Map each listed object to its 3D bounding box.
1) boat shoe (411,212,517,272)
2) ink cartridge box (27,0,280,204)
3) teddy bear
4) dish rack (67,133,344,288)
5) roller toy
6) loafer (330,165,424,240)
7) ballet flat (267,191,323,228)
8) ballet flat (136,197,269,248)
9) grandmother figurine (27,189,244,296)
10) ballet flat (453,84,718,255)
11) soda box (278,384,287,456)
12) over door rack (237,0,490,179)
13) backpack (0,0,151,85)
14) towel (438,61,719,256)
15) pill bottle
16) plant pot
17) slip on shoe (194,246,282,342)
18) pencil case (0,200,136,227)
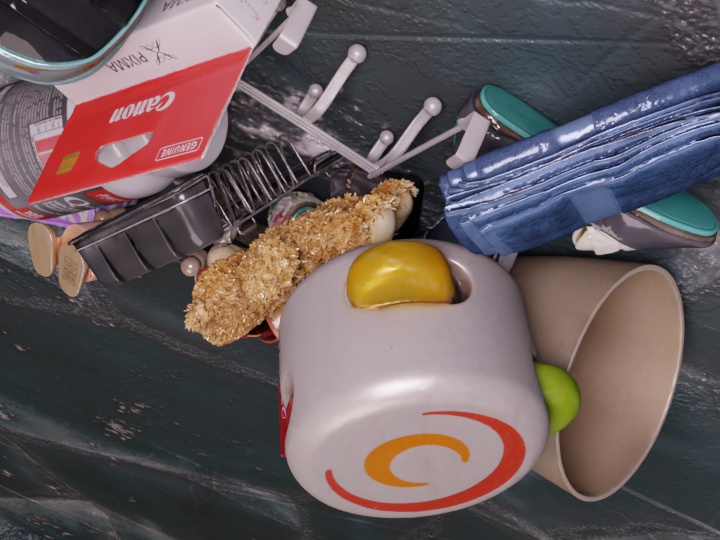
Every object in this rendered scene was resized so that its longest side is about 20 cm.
[{"bbox_3d":[0.044,0.006,0.945,0.090,0.071,0.201,13,120,-37],"label":"boat shoe"},{"bbox_3d":[-0.141,-0.139,0.805,0.199,0.178,0.045,-8,140,44],"label":"ink cartridge box"},{"bbox_3d":[-0.047,-0.016,0.915,0.199,0.145,0.067,-24,105,39],"label":"teddy bear"},{"bbox_3d":[-0.109,-0.054,0.950,0.152,0.200,0.055,-18,102,43],"label":"dish rack"},{"bbox_3d":[0.031,0.071,0.856,0.182,0.141,0.199,-34,136,31],"label":"roller toy"},{"bbox_3d":[0.000,0.000,1.033,0.072,0.073,0.202,20,123,14],"label":"loafer"},{"bbox_3d":[-0.008,-0.007,1.096,0.200,0.076,0.064,45,175,-32],"label":"ballet flat"},{"bbox_3d":[-0.131,-0.026,1.149,0.198,0.047,0.068,11,151,18],"label":"ballet flat"},{"bbox_3d":[-0.172,-0.030,1.039,0.121,0.199,0.061,38,125,25],"label":"grandmother figurine"},{"bbox_3d":[0.151,-0.056,0.864,0.198,0.074,0.073,28,153,-4],"label":"ballet flat"},{"bbox_3d":[0.029,0.131,1.080,0.198,0.064,0.070,9,160,-32],"label":"soda box"},{"bbox_3d":[-0.006,-0.127,0.835,0.147,0.067,0.200,30,172,-17],"label":"over door rack"},{"bbox_3d":[-0.211,-0.207,0.737,0.198,0.177,0.153,27,168,-8],"label":"backpack"},{"bbox_3d":[0.152,-0.061,0.768,0.198,0.049,0.112,-22,162,12],"label":"towel"},{"bbox_3d":[-0.206,-0.108,0.972,0.198,0.117,0.116,-8,142,40],"label":"pill bottle"},{"bbox_3d":[0.131,0.063,1.012,0.199,0.188,0.188,18,157,38],"label":"plant pot"},{"bbox_3d":[-0.099,0.025,1.078,0.199,0.061,0.075,11,137,56],"label":"slip on shoe"},{"bbox_3d":[-0.302,-0.079,1.132,0.198,0.086,0.084,8,153,22],"label":"pencil case"}]
